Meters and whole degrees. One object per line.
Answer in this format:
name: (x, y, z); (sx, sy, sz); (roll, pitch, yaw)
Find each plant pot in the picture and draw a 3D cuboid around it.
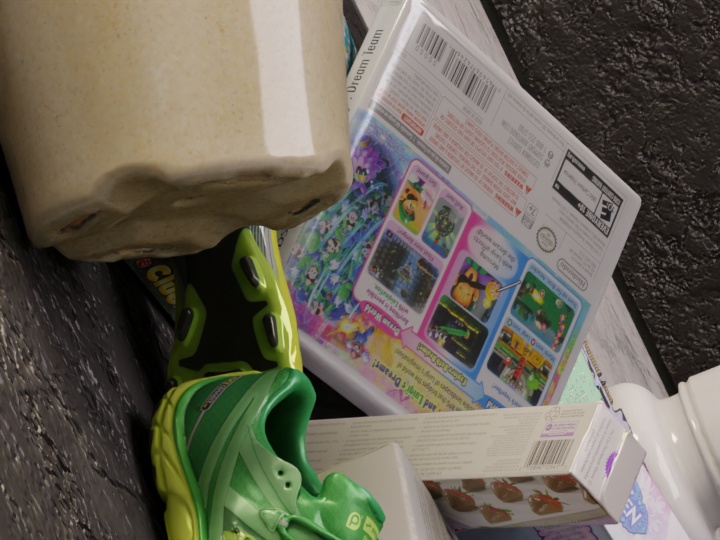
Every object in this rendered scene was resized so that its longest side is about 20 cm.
plant pot: (-0.083, -0.108, 1.216); (0.200, 0.199, 0.184); (31, 47, -74)

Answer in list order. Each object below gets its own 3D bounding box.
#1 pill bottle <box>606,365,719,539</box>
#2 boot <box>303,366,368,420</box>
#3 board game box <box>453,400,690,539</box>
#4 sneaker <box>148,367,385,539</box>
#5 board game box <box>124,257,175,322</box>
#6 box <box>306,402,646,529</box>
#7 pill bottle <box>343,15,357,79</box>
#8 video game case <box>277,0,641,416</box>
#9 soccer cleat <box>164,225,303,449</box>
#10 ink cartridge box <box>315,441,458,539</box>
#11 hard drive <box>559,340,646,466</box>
pill bottle: (0.139, 0.134, 1.738); (0.120, 0.199, 0.120); (66, 9, 0)
boot: (0.000, 0.000, 1.553); (0.077, 0.201, 0.138); (26, -11, -12)
board game box: (0.095, 0.169, 1.432); (0.041, 0.200, 0.200); (-39, 102, -35)
sneaker: (-0.028, 0.121, 1.197); (0.074, 0.083, 0.201); (51, 18, -58)
board game box: (-0.087, -0.015, 1.405); (0.200, 0.023, 0.105); (55, 16, -49)
box: (0.038, 0.089, 1.342); (0.039, 0.199, 0.042); (47, 55, -30)
pill bottle: (-0.058, -0.101, 1.459); (0.200, 0.110, 0.111); (68, 2, -67)
video game case: (0.044, -0.008, 1.476); (0.200, 0.024, 0.183); (39, 67, -38)
soccer cleat: (-0.052, 0.006, 1.318); (0.084, 0.064, 0.201); (18, 59, -66)
ink cartridge box: (0.028, 0.197, 1.314); (0.148, 0.085, 0.200); (-103, 167, -46)
hard drive: (0.071, 0.114, 1.593); (0.200, 0.038, 0.140); (-29, 96, -44)
